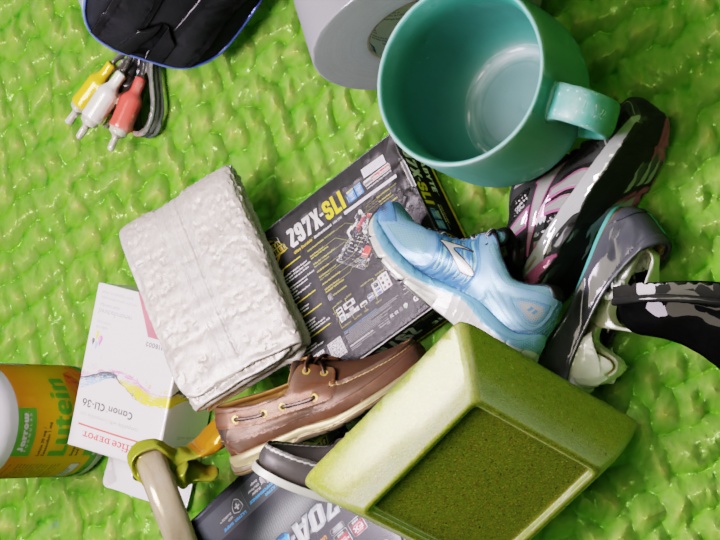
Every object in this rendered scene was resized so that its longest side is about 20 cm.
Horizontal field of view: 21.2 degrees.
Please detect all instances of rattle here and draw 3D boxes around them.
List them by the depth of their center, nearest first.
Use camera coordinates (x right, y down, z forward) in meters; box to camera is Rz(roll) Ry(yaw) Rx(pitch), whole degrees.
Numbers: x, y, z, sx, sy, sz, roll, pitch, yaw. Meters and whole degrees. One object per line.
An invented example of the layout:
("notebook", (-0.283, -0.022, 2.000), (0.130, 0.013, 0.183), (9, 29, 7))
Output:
("rattle", (-0.120, 0.232, 1.712), (0.200, 0.143, 0.130), (64, 154, 17))

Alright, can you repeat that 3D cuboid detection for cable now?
("cable", (-0.216, -0.210, 1.869), (0.097, 0.050, 0.200), (31, 105, 30))

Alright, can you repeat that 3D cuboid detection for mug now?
("mug", (0.114, -0.132, 1.530), (0.152, 0.114, 0.185), (-43, 60, 18))

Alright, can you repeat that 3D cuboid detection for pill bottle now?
("pill bottle", (-0.343, 0.144, 1.838), (0.111, 0.200, 0.111), (-3, 84, 35))

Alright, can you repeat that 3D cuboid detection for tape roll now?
("tape roll", (0.047, -0.228, 1.589), (0.200, 0.200, 0.066), (-31, 66, 30))

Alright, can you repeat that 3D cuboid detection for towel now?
("towel", (-0.132, 0.016, 1.733), (0.132, 0.034, 0.200), (-30, 68, 17))

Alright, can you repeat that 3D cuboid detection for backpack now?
("backpack", (-0.168, -0.298, 1.770), (0.200, 0.183, 0.147), (-56, 36, 22))

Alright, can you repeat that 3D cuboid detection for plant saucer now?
("plant saucer", (0.092, 0.160, 1.528), (0.200, 0.200, 0.048), (-47, 31, 23))

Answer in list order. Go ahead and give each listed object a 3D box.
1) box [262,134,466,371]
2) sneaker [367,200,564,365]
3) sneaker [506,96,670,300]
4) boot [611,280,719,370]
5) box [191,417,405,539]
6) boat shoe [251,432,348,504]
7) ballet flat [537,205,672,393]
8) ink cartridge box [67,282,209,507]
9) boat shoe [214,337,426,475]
("box", (0.000, 0.000, 1.699), (0.200, 0.049, 0.160), (-37, 63, 28))
("sneaker", (0.091, -0.002, 1.566), (0.200, 0.078, 0.090), (39, 95, 31))
("sneaker", (0.165, -0.065, 1.568), (0.086, 0.080, 0.200), (47, 111, 30))
("boot", (0.284, 0.090, 1.451), (0.211, 0.079, 0.158), (8, 91, 23))
("box", (-0.048, 0.235, 1.713), (0.200, 0.046, 0.159), (-43, 62, 25))
("boat shoe", (0.011, 0.166, 1.606), (0.072, 0.201, 0.061), (-122, 47, -72))
("ballet flat", (0.192, 0.045, 1.546), (0.073, 0.073, 0.200), (33, 103, 33))
("ink cartridge box", (-0.205, 0.121, 1.822), (0.116, 0.067, 0.200), (12, 93, 35))
("boat shoe", (-0.036, 0.105, 1.642), (0.200, 0.072, 0.068), (-28, 91, 13))
